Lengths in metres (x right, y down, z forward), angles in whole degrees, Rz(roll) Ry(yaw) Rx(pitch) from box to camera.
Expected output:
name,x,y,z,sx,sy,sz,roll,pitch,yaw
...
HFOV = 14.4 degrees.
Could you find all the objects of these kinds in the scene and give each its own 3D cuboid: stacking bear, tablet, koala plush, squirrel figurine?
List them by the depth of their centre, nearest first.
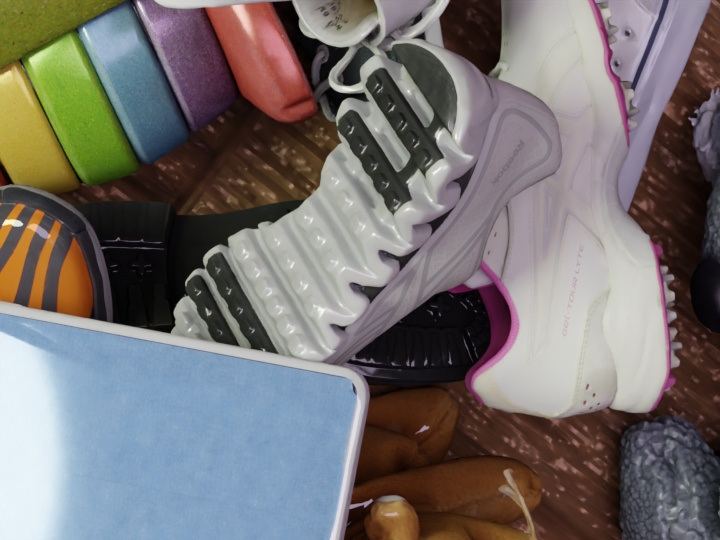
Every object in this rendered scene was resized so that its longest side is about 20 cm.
name,x,y,z,sx,sy,sz,roll,pitch,yaw
tablet,-0.104,0.083,1.042,0.199,0.014,0.131,10,84,7
stacking bear,-0.133,-0.073,1.133,0.199,0.121,0.114,-26,98,-3
squirrel figurine,-0.013,0.132,1.133,0.199,0.187,0.143,-3,96,-12
koala plush,0.201,0.019,1.189,0.183,0.177,0.201,-17,98,-22

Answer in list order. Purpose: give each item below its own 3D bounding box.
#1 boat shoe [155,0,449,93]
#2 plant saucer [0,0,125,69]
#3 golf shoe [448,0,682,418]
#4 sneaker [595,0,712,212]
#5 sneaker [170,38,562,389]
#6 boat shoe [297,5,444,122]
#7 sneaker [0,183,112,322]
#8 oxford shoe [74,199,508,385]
name,x,y,z,sx,sy,sz,roll,pitch,yaw
boat shoe,-0.002,-0.110,1.056,0.201,0.074,0.087,-5,107,-51
plant saucer,-0.147,-0.185,1.063,0.199,0.048,0.201,-29,86,-4
golf shoe,0.067,-0.038,1.129,0.091,0.075,0.201,-10,82,-3
sneaker,0.084,-0.056,1.205,0.070,0.073,0.201,23,81,-4
sneaker,0.000,0.000,1.075,0.081,0.075,0.200,8,136,-45
boat shoe,0.004,-0.093,1.156,0.060,0.076,0.201,3,63,-8
sneaker,-0.158,0.069,1.094,0.077,0.112,0.201,24,120,3
oxford shoe,-0.037,0.016,1.174,0.199,0.085,0.073,8,66,-1
